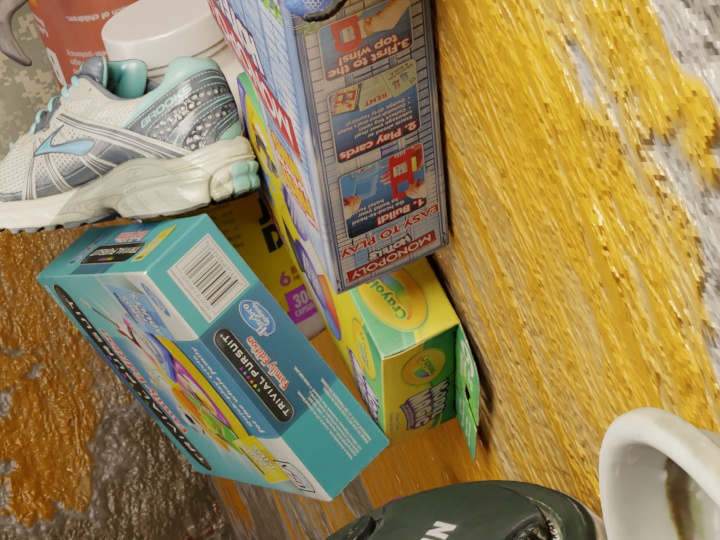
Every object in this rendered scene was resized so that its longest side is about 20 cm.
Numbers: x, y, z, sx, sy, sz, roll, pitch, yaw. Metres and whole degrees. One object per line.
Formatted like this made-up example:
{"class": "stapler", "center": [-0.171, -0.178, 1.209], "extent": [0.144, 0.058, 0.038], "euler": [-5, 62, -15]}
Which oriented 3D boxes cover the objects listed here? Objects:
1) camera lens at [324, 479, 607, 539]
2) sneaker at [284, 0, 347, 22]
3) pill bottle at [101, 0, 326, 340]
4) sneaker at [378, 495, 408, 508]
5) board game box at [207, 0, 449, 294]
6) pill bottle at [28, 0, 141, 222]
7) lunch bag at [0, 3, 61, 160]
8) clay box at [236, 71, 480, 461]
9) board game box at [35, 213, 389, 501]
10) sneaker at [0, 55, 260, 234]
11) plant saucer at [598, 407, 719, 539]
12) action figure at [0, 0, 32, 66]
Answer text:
{"class": "camera lens", "center": [0.055, 0.203, 0.909], "extent": [0.160, 0.159, 0.201], "euler": [-137, 25, -67]}
{"class": "sneaker", "center": [-0.049, -0.183, 0.757], "extent": [0.079, 0.089, 0.201], "euler": [176, 76, -81]}
{"class": "pill bottle", "center": [-0.080, -0.056, 1.219], "extent": [0.104, 0.104, 0.201], "euler": [-132, 21, -62]}
{"class": "sneaker", "center": [0.070, 0.216, 1.179], "extent": [0.095, 0.079, 0.201], "euler": [43, -165, -53]}
{"class": "board game box", "center": [-0.022, -0.101, 0.928], "extent": [0.200, 0.061, 0.201], "euler": [-123, 15, -46]}
{"class": "pill bottle", "center": [-0.131, -0.131, 1.299], "extent": [0.112, 0.112, 0.201], "euler": [-127, 17, -54]}
{"class": "lunch bag", "center": [-0.206, -0.157, 1.394], "extent": [0.118, 0.199, 0.165], "euler": [51, 163, 56]}
{"class": "clay box", "center": [0.000, 0.000, 1.077], "extent": [0.115, 0.047, 0.201], "euler": [85, 160, -63]}
{"class": "board game box", "center": [-0.084, 0.045, 1.137], "extent": [0.151, 0.047, 0.200], "euler": [52, 161, -14]}
{"class": "sneaker", "center": [-0.136, -0.070, 1.140], "extent": [0.199, 0.077, 0.087], "euler": [-6, 95, 36]}
{"class": "plant saucer", "center": [0.135, 0.126, 0.617], "extent": [0.200, 0.050, 0.201], "euler": [157, 90, -81]}
{"class": "action figure", "center": [-0.167, -0.213, 1.163], "extent": [0.199, 0.194, 0.104], "euler": [25, 174, 41]}
